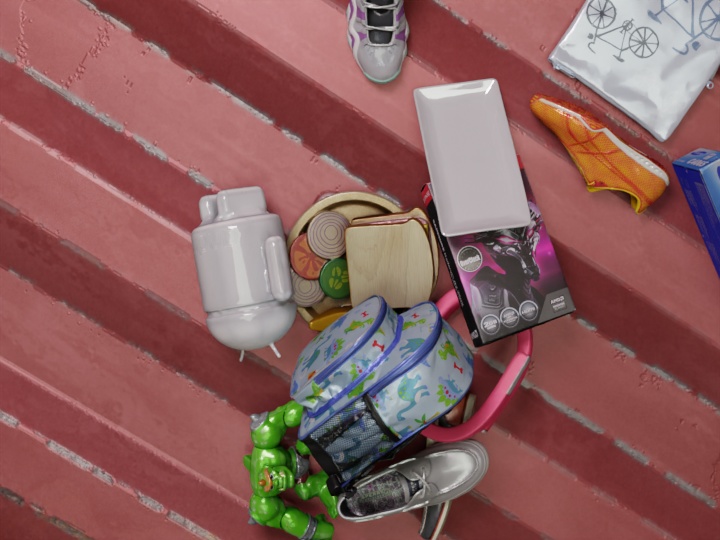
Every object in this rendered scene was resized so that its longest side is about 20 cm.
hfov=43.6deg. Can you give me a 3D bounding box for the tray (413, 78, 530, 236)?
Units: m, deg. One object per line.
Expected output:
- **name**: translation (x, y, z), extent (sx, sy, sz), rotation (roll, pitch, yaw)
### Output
- **tray**: translation (0.128, -0.131, 1.051), extent (0.105, 0.022, 0.204), rotation (-7, 65, -4)

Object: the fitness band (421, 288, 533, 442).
- **fitness band**: translation (0.127, 0.113, 1.106), extent (0.143, 0.037, 0.202), rotation (35, 90, 27)

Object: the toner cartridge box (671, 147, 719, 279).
- **toner cartridge box**: translation (0.445, -0.044, 1.081), extent (0.042, 0.095, 0.203), rotation (-26, 101, 4)

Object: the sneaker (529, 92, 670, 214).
- **sneaker**: translation (0.278, -0.139, 1.075), extent (0.198, 0.073, 0.078), rotation (36, 109, -4)

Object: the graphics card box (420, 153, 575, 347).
- **graphics card box**: translation (0.161, -0.024, 1.066), extent (0.123, 0.051, 0.204), rotation (-17, 82, -9)

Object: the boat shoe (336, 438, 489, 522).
- **boat shoe**: translation (0.061, 0.257, 1.091), extent (0.196, 0.068, 0.074), rotation (-16, 86, 13)

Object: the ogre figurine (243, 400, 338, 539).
- **ogre figurine**: translation (-0.085, 0.253, 1.143), extent (0.117, 0.098, 0.204), rotation (-1, 117, -18)

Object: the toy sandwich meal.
- **toy sandwich meal**: translation (0.000, 0.000, 1.101), extent (0.200, 0.070, 0.211), rotation (0, 101, 0)

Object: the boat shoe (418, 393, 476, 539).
- **boat shoe**: translation (0.098, 0.247, 1.151), extent (0.061, 0.071, 0.205), rotation (13, 98, 10)

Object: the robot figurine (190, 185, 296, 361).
- **robot figurine**: translation (-0.138, 0.006, 1.072), extent (0.111, 0.168, 0.205), rotation (-11, 91, -37)

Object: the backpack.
- **backpack**: translation (0.021, 0.119, 1.018), extent (0.198, 0.183, 0.148), rotation (-33, 103, 13)

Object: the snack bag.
- **snack bag**: translation (0.350, -0.281, 1.071), extent (0.186, 0.021, 0.202), rotation (32, 99, -5)

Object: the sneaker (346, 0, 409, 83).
- **sneaker**: translation (0.018, -0.313, 1.002), extent (0.076, 0.140, 0.205), rotation (-5, 101, 1)
